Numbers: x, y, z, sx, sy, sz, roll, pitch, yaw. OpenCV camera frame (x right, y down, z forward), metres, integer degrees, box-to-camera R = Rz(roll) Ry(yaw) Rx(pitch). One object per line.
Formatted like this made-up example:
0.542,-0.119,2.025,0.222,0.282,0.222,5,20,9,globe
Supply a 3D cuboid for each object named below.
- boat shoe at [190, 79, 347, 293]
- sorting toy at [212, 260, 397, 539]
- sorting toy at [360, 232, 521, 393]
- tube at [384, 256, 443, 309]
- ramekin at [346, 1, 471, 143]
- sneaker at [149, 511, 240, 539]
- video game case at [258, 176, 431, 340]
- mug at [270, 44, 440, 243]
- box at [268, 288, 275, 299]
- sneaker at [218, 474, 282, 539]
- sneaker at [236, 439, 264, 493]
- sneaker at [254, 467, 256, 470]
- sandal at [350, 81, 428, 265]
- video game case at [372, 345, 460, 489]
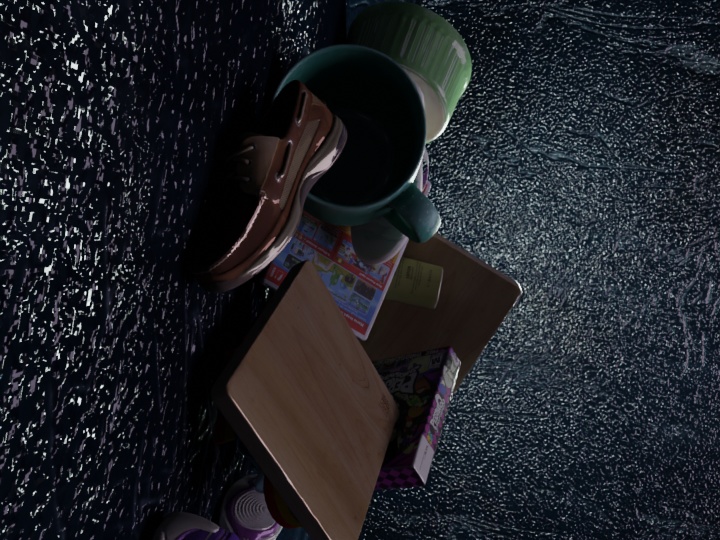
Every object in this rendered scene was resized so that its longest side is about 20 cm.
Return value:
-0.080,-0.072,0.541,0.072,0.074,0.203,52,47,-32,boat shoe
-0.058,0.133,0.661,0.203,0.068,0.200,60,29,-20,sorting toy
0.073,0.044,0.898,0.203,0.195,0.070,-59,-176,22,sorting toy
0.000,0.000,0.823,0.058,0.194,0.053,-71,174,-67,tube
0.057,-0.277,1.009,0.201,0.195,0.100,91,18,-63,ramekin
-0.133,0.289,0.514,0.081,0.081,0.206,-42,143,-82,sneaker
-0.012,-0.045,0.768,0.017,0.141,0.204,-2,-119,62,video game case
-0.010,-0.108,0.677,0.114,0.147,0.191,107,-27,-82,mug
-0.077,0.077,0.833,0.041,0.038,0.203,-33,143,-28,box
-0.136,0.308,0.726,0.100,0.074,0.202,-55,-167,33,sneaker
-0.101,0.175,0.782,0.201,0.080,0.076,-123,-133,-62,sneaker
-0.069,0.198,0.946,0.204,0.105,0.069,-74,173,-52,sneaker
0.043,-0.105,0.753,0.049,0.081,0.209,20,79,-54,sandal
0.010,0.178,0.816,0.036,0.196,0.183,57,37,-25,video game case
